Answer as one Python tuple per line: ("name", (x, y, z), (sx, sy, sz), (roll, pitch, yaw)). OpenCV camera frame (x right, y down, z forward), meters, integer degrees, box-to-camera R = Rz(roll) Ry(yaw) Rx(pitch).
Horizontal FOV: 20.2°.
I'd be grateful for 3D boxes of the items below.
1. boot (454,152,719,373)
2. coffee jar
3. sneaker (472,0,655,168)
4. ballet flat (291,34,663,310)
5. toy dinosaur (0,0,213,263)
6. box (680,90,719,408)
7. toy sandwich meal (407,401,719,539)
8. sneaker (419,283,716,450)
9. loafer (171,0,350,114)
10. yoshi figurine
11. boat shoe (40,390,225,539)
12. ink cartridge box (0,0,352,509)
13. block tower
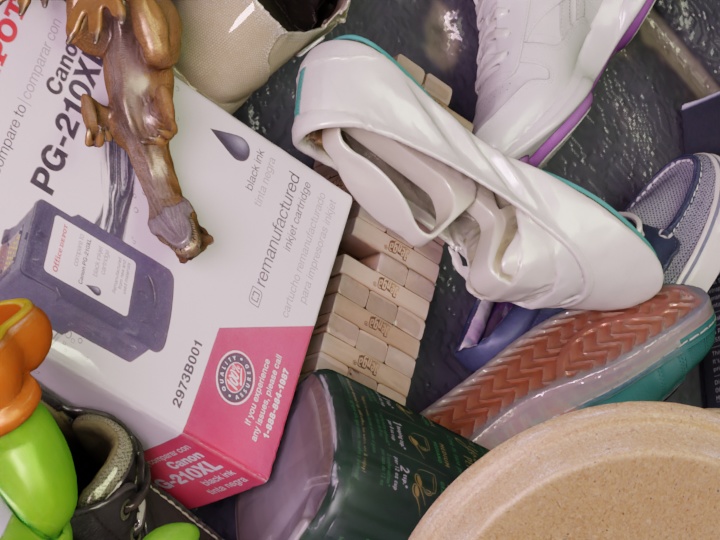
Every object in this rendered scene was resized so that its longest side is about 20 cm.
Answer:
("boot", (0.125, -0.005, 1.039), (0.090, 0.073, 0.201), (44, 57, -21))
("coffee jar", (0.049, 0.125, 0.863), (0.199, 0.086, 0.104), (26, 23, -20))
("sneaker", (0.084, -0.120, 1.056), (0.099, 0.075, 0.200), (35, 55, -4))
("ballet flat", (0.048, -0.026, 0.913), (0.199, 0.069, 0.070), (35, 57, -14))
("toy dinosaur", (-0.090, -0.102, 0.809), (0.106, 0.060, 0.202), (31, 57, -58))
("box", (0.275, -0.001, 1.139), (0.148, 0.107, 0.202), (8, 71, -37))
("toy sandwich meal", (0.091, 0.136, 0.785), (0.204, 0.070, 0.207), (-4, 110, -10))
("sneaker", (0.089, 0.083, 0.956), (0.199, 0.071, 0.080), (-32, 115, -6))
("loafer", (-0.034, -0.135, 0.931), (0.076, 0.068, 0.200), (49, 35, -18))
("yoshi figurine", (-0.115, 0.111, 0.715), (0.112, 0.112, 0.201), (-34, 111, -35))
("boat shoe", (-0.112, 0.086, 0.778), (0.200, 0.066, 0.072), (34, 30, -35))
("ink cartridge box", (-0.117, -0.011, 0.836), (0.199, 0.084, 0.146), (33, 56, -27))
("block tower", (0.000, 0.000, 0.948), (0.054, 0.058, 0.201), (30, 61, -28))
